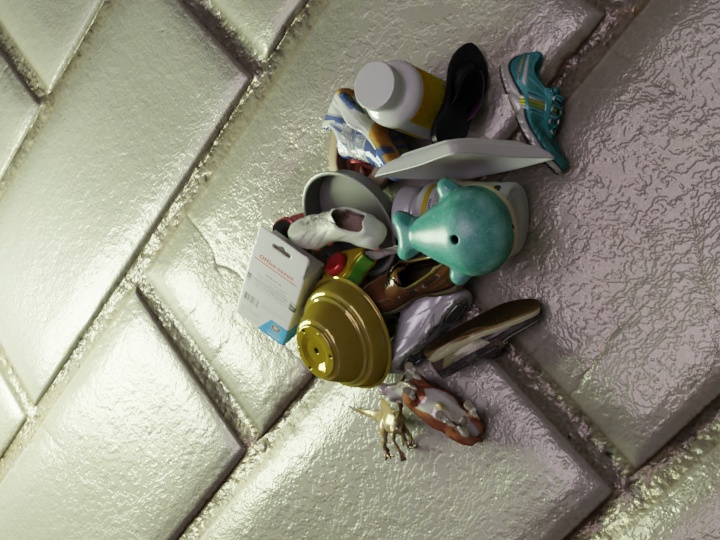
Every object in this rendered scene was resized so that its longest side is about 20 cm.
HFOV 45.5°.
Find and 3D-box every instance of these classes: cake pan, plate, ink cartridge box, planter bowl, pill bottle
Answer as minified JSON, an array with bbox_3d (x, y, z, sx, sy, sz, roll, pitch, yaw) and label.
[{"bbox_3d":[-0.013,-0.085,1.459,0.199,0.037,0.202,25,136,27],"label":"cake pan"},{"bbox_3d":[0.151,-0.166,1.279,0.199,0.197,0.033,-8,87,56],"label":"plate"},{"bbox_3d":[-0.137,0.016,1.493,0.115,0.067,0.202,34,128,16],"label":"ink cartridge box"},{"bbox_3d":[-0.048,0.119,1.417,0.199,0.083,0.203,25,127,39],"label":"planter bowl"},{"bbox_3d":[0.074,-0.274,1.369,0.103,0.199,0.106,-2,86,33],"label":"pill bottle"},{"bbox_3d":[0.155,-0.084,1.356,0.198,0.114,0.116,5,90,34],"label":"pill bottle"}]

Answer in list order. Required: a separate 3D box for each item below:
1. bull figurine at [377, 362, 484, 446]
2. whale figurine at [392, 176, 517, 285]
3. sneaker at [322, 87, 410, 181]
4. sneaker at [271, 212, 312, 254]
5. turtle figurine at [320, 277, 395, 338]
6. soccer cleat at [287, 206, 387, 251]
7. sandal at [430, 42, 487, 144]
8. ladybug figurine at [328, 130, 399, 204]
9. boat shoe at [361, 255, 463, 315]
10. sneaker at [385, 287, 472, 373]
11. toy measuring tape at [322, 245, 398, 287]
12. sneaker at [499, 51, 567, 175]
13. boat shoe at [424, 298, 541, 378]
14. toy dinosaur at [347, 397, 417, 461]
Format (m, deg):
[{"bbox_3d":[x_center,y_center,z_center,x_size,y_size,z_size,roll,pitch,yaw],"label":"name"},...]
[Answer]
[{"bbox_3d":[0.112,0.212,1.380,0.198,0.122,0.066,26,73,25],"label":"bull figurine"},{"bbox_3d":[0.126,-0.053,1.248,0.198,0.103,0.162,-1,103,33],"label":"whale figurine"},{"bbox_3d":[0.010,-0.206,1.410,0.088,0.075,0.201,-53,56,31],"label":"sneaker"},{"bbox_3d":[-0.117,-0.014,1.566,0.073,0.087,0.202,26,125,22],"label":"sneaker"},{"bbox_3d":[-0.024,0.082,1.496,0.160,0.064,0.203,-14,79,32],"label":"turtle figurine"},{"bbox_3d":[-0.046,-0.074,1.408,0.198,0.078,0.070,4,61,36],"label":"soccer cleat"},{"bbox_3d":[0.168,-0.274,1.353,0.048,0.075,0.203,-18,50,56],"label":"sandal"},{"bbox_3d":[0.013,-0.214,1.483,0.134,0.072,0.203,12,95,32],"label":"ladybug figurine"},{"bbox_3d":[0.069,0.015,1.375,0.198,0.068,0.073,-21,53,28],"label":"boat shoe"},{"bbox_3d":[0.094,0.083,1.421,0.200,0.078,0.100,-48,56,14],"label":"sneaker"},{"bbox_3d":[0.000,0.000,1.425,0.199,0.073,0.075,-9,82,48],"label":"toy measuring tape"},{"bbox_3d":[0.276,-0.244,1.312,0.079,0.077,0.203,-22,77,18],"label":"sneaker"},{"bbox_3d":[0.199,0.107,1.350,0.198,0.073,0.065,-25,106,20],"label":"boat shoe"},{"bbox_3d":[0.050,0.260,1.435,0.102,0.058,0.200,69,159,-4],"label":"toy dinosaur"}]
